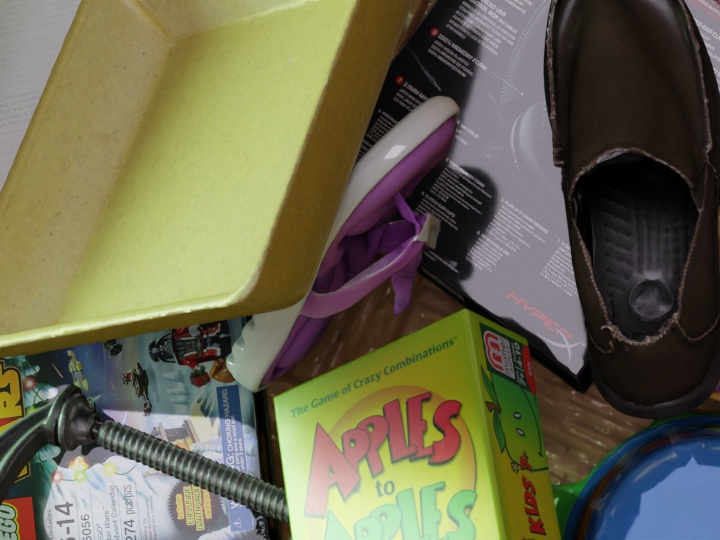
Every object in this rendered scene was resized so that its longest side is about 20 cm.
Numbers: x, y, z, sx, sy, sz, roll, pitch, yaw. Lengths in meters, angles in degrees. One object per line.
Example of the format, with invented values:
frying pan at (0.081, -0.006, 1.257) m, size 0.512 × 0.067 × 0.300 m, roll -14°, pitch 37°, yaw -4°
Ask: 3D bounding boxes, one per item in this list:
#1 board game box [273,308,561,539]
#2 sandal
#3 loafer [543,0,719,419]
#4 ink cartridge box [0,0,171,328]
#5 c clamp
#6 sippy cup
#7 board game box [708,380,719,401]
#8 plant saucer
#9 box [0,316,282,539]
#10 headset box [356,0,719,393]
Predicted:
board game box at (0.029, 0.128, 1.055) m, size 0.101 × 0.048 × 0.201 m, roll -26°, pitch 59°, yaw 30°
sandal at (0.005, -0.005, 1.097) m, size 0.050 × 0.203 × 0.082 m, roll 42°, pitch 56°, yaw 5°
loafer at (0.115, -0.044, 1.082) m, size 0.072 × 0.071 × 0.201 m, roll -10°, pitch 71°, yaw 6°
ink cartridge box at (-0.131, -0.055, 1.165) m, size 0.144 × 0.048 × 0.201 m, roll -12°, pitch 61°, yaw 4°
c clamp at (-0.077, 0.106, 1.137) m, size 0.199 × 0.027 × 0.172 m, roll 16°, pitch 60°, yaw 11°
sippy cup at (0.146, 0.123, 1.104) m, size 0.177 × 0.130 × 0.141 m, roll -20°, pitch 81°, yaw 4°
board game box at (0.217, 0.053, 1.129) m, size 0.199 × 0.096 × 0.030 m, roll 20°, pitch 106°, yaw 8°
plant saucer at (-0.061, -0.051, 1.055) m, size 0.199 × 0.048 × 0.201 m, roll -11°, pitch 51°, yaw 47°
box at (-0.114, 0.031, 1.202) m, size 0.136 × 0.040 × 0.202 m, roll -8°, pitch 81°, yaw 7°
headset box at (0.096, -0.072, 1.172) m, size 0.148 × 0.077 × 0.201 m, roll 35°, pitch 87°, yaw 10°
